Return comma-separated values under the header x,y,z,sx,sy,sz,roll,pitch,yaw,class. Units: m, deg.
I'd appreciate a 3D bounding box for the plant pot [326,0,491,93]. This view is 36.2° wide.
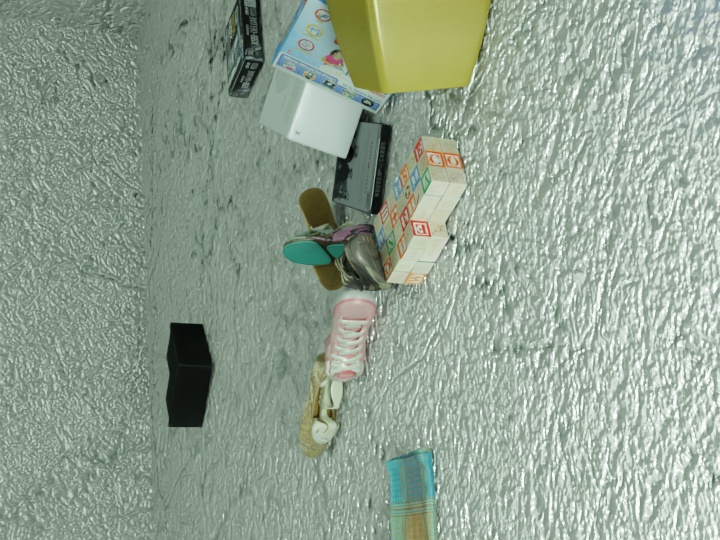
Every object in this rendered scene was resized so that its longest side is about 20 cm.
x,y,z,sx,sy,sz,roll,pitch,yaw,class
0.067,-0.350,1.567,0.200,0.197,0.179,-146,51,-65,plant pot

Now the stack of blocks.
x,y,z,sx,sy,sz,roll,pitch,yaw,class
0.088,-0.085,1.620,0.201,0.058,0.116,119,148,-47,stack of blocks

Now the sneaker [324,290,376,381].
x,y,z,sx,sy,sz,roll,pitch,yaw,class
-0.016,0.118,1.829,0.201,0.074,0.106,114,157,-57,sneaker

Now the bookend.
x,y,z,sx,sy,sz,roll,pitch,yaw,class
-0.466,0.278,2.937,0.199,0.091,0.202,-118,36,-56,bookend

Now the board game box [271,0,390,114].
x,y,z,sx,sy,sz,roll,pitch,yaw,class
-0.019,-0.357,1.751,0.196,0.198,0.056,-45,26,58,board game box

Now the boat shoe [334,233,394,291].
x,y,z,sx,sy,sz,roll,pitch,yaw,class
0.000,0.000,1.692,0.200,0.072,0.075,47,-154,-70,boat shoe

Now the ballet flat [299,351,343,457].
x,y,z,sx,sy,sz,roll,pitch,yaw,class
-0.065,0.247,1.951,0.065,0.070,0.203,25,114,52,ballet flat

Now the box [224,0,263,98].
x,y,z,sx,sy,sz,roll,pitch,yaw,class
-0.285,-0.548,2.676,0.158,0.049,0.203,130,138,-57,box

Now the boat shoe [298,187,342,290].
x,y,z,sx,sy,sz,roll,pitch,yaw,class
-0.061,-0.050,2.004,0.069,0.070,0.202,78,179,-68,boat shoe

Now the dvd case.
x,y,z,sx,sy,sz,roll,pitch,yaw,class
-0.001,-0.183,1.916,0.200,0.024,0.153,-155,71,-67,dvd case

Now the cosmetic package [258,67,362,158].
x,y,z,sx,sy,sz,roll,pitch,yaw,class
-0.074,-0.325,1.957,0.202,0.122,0.200,-70,22,8,cosmetic package

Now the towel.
x,y,z,sx,sy,sz,roll,pitch,yaw,class
0.076,0.369,1.621,0.147,0.021,0.203,143,128,-63,towel

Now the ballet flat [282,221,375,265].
x,y,z,sx,sy,sz,roll,pitch,yaw,class
-0.048,-0.051,1.909,0.198,0.069,0.072,-4,46,43,ballet flat
